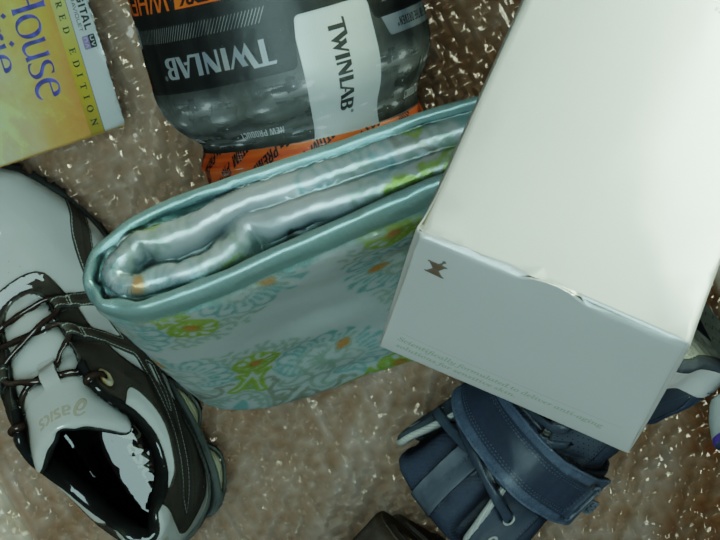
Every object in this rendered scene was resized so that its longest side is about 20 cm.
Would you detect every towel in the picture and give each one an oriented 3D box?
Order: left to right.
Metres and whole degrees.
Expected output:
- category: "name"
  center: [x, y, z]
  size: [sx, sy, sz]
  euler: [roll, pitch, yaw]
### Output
- category: "towel"
  center: [0.000, 0.000, 1.231]
  size: [0.199, 0.171, 0.048]
  euler: [-18, 66, 8]

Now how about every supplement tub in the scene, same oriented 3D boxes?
- category: "supplement tub"
  center: [-0.042, -0.138, 1.231]
  size: [0.122, 0.123, 0.201]
  euler: [-14, 98, 7]

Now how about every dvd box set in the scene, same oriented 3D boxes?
- category: "dvd box set"
  center: [-0.214, -0.099, 1.251]
  size: [0.199, 0.029, 0.147]
  euler: [-19, 99, -22]

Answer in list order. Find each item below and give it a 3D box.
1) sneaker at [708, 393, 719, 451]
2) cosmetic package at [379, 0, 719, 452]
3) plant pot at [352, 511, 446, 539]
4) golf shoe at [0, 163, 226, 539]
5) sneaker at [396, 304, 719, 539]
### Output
- category: "sneaker"
  center: [0.239, 0.134, 1.245]
  size: [0.199, 0.081, 0.147]
  euler: [12, 71, -10]
- category: "cosmetic package"
  center: [0.094, -0.047, 1.097]
  size: [0.107, 0.085, 0.200]
  euler: [24, 57, 3]
- category: "plant pot"
  center: [0.008, 0.227, 1.267]
  size: [0.200, 0.200, 0.198]
  euler: [39, 93, -3]
- category: "golf shoe"
  center: [-0.129, 0.036, 1.285]
  size: [0.078, 0.094, 0.200]
  euler: [-37, 94, 11]
- category: "sneaker"
  center: [0.069, 0.054, 1.225]
  size: [0.146, 0.202, 0.077]
  euler: [-36, 67, 14]
